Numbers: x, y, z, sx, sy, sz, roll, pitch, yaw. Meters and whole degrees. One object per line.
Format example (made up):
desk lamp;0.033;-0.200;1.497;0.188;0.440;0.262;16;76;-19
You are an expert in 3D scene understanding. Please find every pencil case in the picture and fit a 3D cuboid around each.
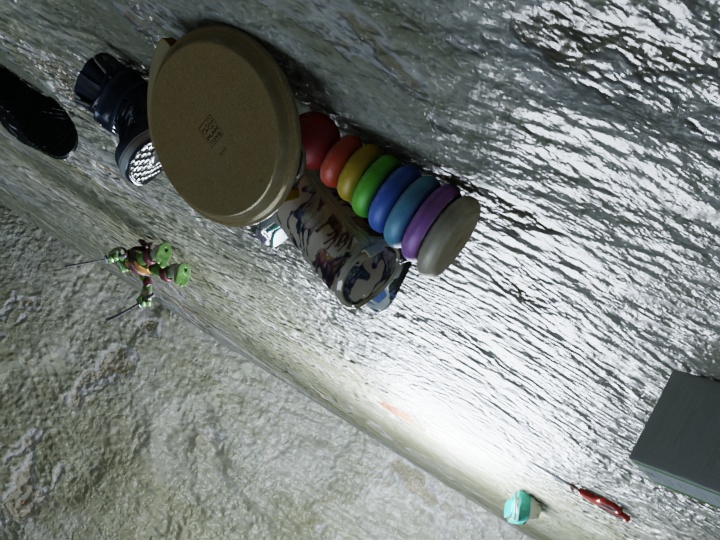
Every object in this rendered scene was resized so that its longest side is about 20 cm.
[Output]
pencil case;-0.036;-0.049;1.191;0.200;0.077;0.090;49;156;39

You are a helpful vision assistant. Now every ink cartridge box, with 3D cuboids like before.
ink cartridge box;0.360;0.172;1.106;0.059;0.105;0.199;40;166;-34

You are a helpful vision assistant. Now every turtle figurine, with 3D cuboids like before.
turtle figurine;-0.458;0.016;2.415;0.192;0.199;0.146;-7;104;39

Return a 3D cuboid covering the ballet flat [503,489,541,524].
ballet flat;0.353;0.511;2.536;0.069;0.069;0.200;7;165;3

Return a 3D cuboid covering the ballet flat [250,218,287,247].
ballet flat;-0.107;-0.077;1.437;0.071;0.073;0.200;33;167;-4

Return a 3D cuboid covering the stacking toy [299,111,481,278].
stacking toy;0.013;-0.083;1.104;0.199;0.086;0.086;37;169;16

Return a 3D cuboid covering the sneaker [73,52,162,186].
sneaker;-0.270;-0.172;1.319;0.145;0.077;0.202;36;-164;-2

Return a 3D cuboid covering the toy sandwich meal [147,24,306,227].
toy sandwich meal;-0.123;-0.138;1.115;0.203;0.208;0.070;26;-152;27

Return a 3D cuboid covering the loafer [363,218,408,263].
loafer;0.029;-0.041;1.245;0.200;0.067;0.071;160;90;-73

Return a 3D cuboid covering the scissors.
scissors;0.385;0.391;2.081;0.198;0.014;0.073;23;166;34

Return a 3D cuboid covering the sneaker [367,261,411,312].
sneaker;0.000;0.000;1.423;0.076;0.077;0.199;32;167;-18

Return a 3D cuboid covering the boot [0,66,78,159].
boot;-0.513;-0.228;1.858;0.197;0.074;0.163;39;166;6
